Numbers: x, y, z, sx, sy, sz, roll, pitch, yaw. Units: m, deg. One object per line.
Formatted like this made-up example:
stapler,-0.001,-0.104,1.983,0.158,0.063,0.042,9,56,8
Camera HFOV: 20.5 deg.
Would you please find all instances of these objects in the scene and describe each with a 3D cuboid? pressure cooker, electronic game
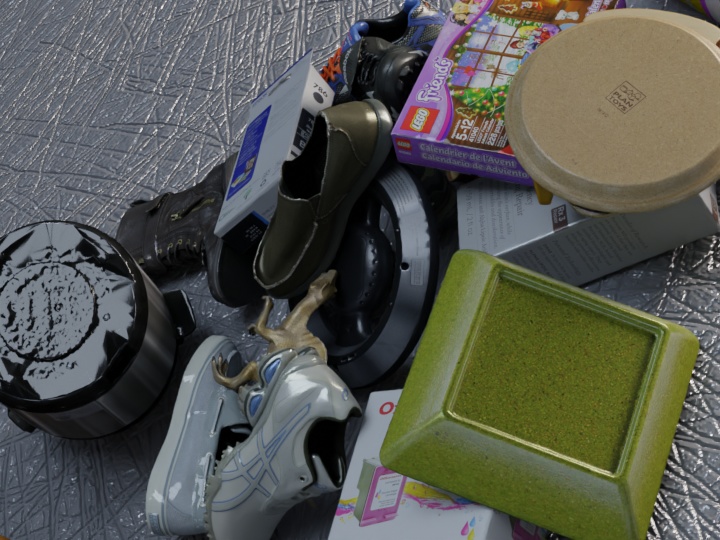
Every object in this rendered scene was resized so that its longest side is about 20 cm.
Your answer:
pressure cooker,-0.256,0.061,1.771,0.176,0.200,0.179,23,78,14
electronic game,0.000,0.000,1.675,0.200,0.042,0.200,-14,72,53

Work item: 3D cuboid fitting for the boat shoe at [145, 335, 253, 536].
boat shoe,-0.123,0.143,1.697,0.071,0.070,0.201,5,50,14

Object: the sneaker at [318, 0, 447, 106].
sneaker,0.000,-0.198,1.881,0.200,0.078,0.075,-29,41,15

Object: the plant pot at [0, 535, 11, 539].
plant pot,-0.329,0.289,1.630,0.200,0.183,0.200,-22,43,22

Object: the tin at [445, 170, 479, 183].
tin,0.107,-0.161,1.749,0.112,0.042,0.200,120,160,-47

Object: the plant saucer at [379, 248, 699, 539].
plant saucer,0.138,0.083,1.443,0.199,0.048,0.200,20,58,2

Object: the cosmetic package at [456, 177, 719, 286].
cosmetic package,0.182,-0.051,1.608,0.200,0.074,0.102,-24,42,22

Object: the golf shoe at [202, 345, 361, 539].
golf shoe,-0.060,0.161,1.566,0.097,0.078,0.200,36,122,31

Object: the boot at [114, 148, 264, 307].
boot,-0.166,-0.016,1.876,0.174,0.069,0.200,-26,38,27

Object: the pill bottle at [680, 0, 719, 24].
pill bottle,0.288,-0.283,1.703,0.104,0.104,0.200,-44,40,-2

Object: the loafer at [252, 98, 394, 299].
loafer,-0.046,-0.063,1.655,0.200,0.070,0.075,-62,41,27

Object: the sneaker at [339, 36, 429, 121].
sneaker,0.020,-0.170,1.756,0.090,0.200,0.067,18,97,7

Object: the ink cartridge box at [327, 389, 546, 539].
ink cartridge box,0.060,0.186,1.485,0.144,0.085,0.200,-8,49,34

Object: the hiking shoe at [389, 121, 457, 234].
hiking shoe,0.019,-0.110,1.769,0.076,0.101,0.200,-41,40,-3

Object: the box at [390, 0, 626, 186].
box,0.125,-0.162,1.642,0.137,0.039,0.200,11,56,21

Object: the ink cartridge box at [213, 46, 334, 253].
ink cartridge box,-0.074,-0.112,1.820,0.099,0.039,0.200,-38,26,35

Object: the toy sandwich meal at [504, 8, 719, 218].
toy sandwich meal,0.204,-0.117,1.534,0.205,0.070,0.205,-3,58,5

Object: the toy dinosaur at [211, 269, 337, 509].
toy dinosaur,-0.069,0.091,1.641,0.101,0.058,0.200,-1,76,37
